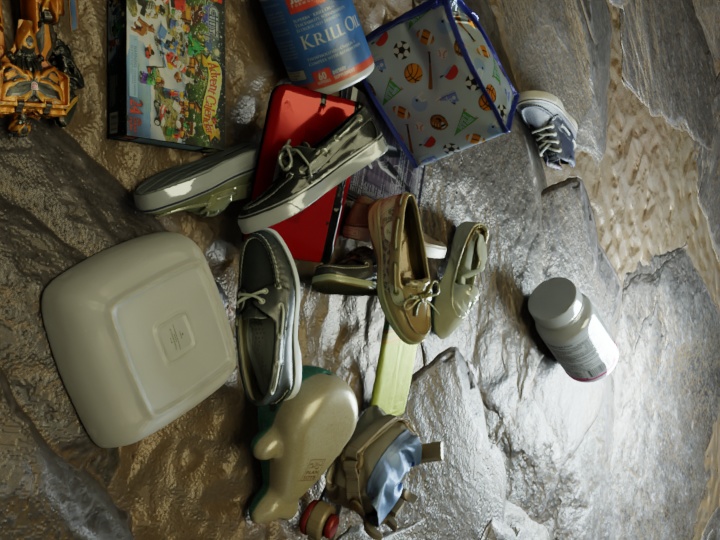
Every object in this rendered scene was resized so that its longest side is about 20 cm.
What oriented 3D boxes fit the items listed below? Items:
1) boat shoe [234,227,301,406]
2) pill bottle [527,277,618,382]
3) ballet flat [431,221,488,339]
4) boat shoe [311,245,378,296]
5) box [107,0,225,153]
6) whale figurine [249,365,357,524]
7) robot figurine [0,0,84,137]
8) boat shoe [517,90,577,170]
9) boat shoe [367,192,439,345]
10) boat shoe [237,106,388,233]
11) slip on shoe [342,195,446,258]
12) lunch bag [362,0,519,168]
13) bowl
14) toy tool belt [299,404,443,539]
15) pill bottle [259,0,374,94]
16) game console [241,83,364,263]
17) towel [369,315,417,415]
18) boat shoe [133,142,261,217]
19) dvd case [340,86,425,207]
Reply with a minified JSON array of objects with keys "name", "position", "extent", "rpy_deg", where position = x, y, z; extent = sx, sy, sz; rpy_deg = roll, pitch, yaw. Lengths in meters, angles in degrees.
[{"name":"boat shoe","position":[-0.109,0.052,0.973],"extent":[0.060,0.075,0.203],"rpy_deg":[-6,85,-59]},{"name":"pill bottle","position":[0.393,0.110,1.594],"extent":[0.200,0.112,0.114],"rpy_deg":[50,54,-36]},{"name":"ballet flat","position":[0.164,0.012,1.367],"extent":[0.069,0.069,0.202],"rpy_deg":[31,66,-44]},{"name":"boat shoe","position":[0.001,0.000,1.180],"extent":[0.200,0.071,0.067],"rpy_deg":[8,78,-54]},{"name":"box","position":[-0.213,-0.239,0.956],"extent":[0.136,0.037,0.203],"rpy_deg":[0,89,-49]},{"name":"whale figurine","position":[-0.087,0.211,1.065],"extent":[0.158,0.103,0.202],"rpy_deg":[11,105,-52]},{"name":"robot figurine","position":[-0.326,-0.228,0.809],"extent":[0.144,0.058,0.203],"rpy_deg":[-9,95,-48]},{"name":"boat shoe","position":[0.346,-0.253,1.576],"extent":[0.199,0.074,0.094],"rpy_deg":[19,67,-48]},{"name":"boat shoe","position":[0.061,-0.001,1.141],"extent":[0.073,0.062,0.202],"rpy_deg":[-16,92,-47]},{"name":"boat shoe","position":[-0.062,-0.117,0.973],"extent":[0.198,0.074,0.068],"rpy_deg":[-33,108,-7]},{"name":"slip on shoe","position":[0.056,-0.059,1.240],"extent":[0.199,0.076,0.061],"rpy_deg":[12,90,-41]},{"name":"lunch bag","position":[0.105,-0.274,1.214],"extent":[0.200,0.169,0.124],"rpy_deg":[51,37,-27]},{"name":"bowl","position":[-0.218,0.069,0.917],"extent":[0.199,0.074,0.202],"rpy_deg":[-32,111,-46]},{"name":"toy tool belt","position":[0.020,0.282,1.126],"extent":[0.201,0.122,0.126],"rpy_deg":[-54,153,-36]},{"name":"pill bottle","position":[-0.065,-0.328,1.076],"extent":[0.112,0.111,0.202],"rpy_deg":[-43,120,-41]},{"name":"game console","position":[-0.067,-0.121,1.079],"extent":[0.171,0.118,0.202],"rpy_deg":[8,100,-27]},{"name":"towel","position":[0.049,0.119,1.223],"extent":[0.086,0.018,0.202],"rpy_deg":[-9,113,-49]},{"name":"boat shoe","position":[-0.170,-0.093,0.979],"extent":[0.199,0.071,0.063],"rpy_deg":[-31,120,-47]},{"name":"dvd case","position":[0.029,-0.161,1.253],"extent":[0.199,0.016,0.151],"rpy_deg":[23,72,-47]}]
